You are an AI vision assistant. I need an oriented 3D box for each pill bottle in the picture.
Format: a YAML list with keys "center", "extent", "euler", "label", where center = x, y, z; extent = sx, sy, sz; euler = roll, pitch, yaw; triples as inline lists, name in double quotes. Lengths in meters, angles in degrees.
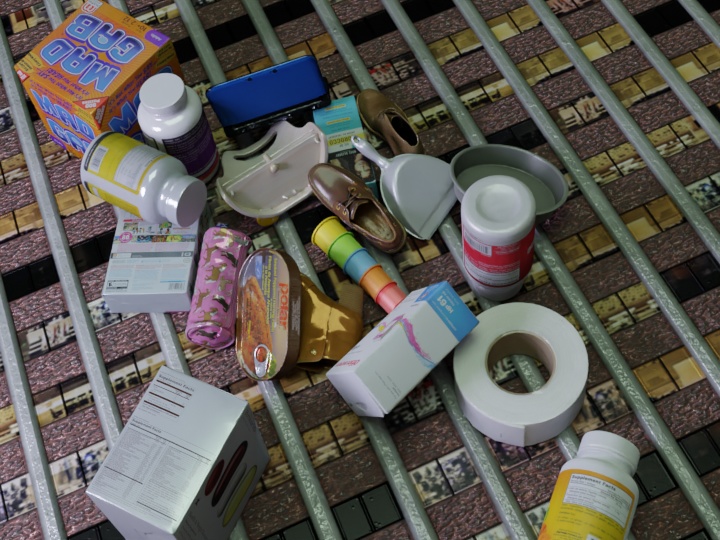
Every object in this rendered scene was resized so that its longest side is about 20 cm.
- center: [-0.352, -0.145, 1.733]
  extent: [0.198, 0.113, 0.113]
  euler: [25, 63, 22]
  label: "pill bottle"
- center: [0.210, -0.042, 1.613]
  extent: [0.110, 0.201, 0.114]
  euler: [-3, 57, 5]
  label: "pill bottle"
- center: [-0.313, -0.238, 1.809]
  extent: [0.110, 0.201, 0.114]
  euler: [-3, 56, 5]
  label: "pill bottle"
- center: [0.308, 0.323, 1.417]
  extent: [0.109, 0.112, 0.202]
  euler: [16, 60, 17]
  label: "pill bottle"

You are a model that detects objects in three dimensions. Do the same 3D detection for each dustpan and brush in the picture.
- center: [0.066, -0.161, 1.767]
  extent: [0.199, 0.057, 0.140]
  euler: [41, 73, -13]
  label: "dustpan and brush"

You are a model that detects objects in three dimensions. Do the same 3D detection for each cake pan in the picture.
- center: [0.240, -0.137, 1.730]
  extent: [0.196, 0.037, 0.202]
  euler: [6, 39, -5]
  label: "cake pan"

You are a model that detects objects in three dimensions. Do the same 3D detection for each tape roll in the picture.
- center: [0.235, 0.152, 1.562]
  extent: [0.198, 0.071, 0.206]
  euler: [-3, 57, 5]
  label: "tape roll"

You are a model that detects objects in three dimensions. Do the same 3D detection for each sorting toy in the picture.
- center: [-0.159, -0.187, 1.824]
  extent: [0.198, 0.108, 0.181]
  euler: [-32, 43, -4]
  label: "sorting toy"

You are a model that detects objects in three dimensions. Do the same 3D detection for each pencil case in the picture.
- center: [-0.226, 0.027, 1.698]
  extent: [0.081, 0.087, 0.203]
  euler: [13, 58, -10]
  label: "pencil case"

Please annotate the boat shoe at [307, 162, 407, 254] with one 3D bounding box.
- center: [-0.006, -0.108, 1.726]
  extent: [0.199, 0.068, 0.072]
  euler: [41, 92, 8]
  label: "boat shoe"

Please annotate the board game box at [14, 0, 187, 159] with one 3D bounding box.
- center: [-0.445, -0.316, 1.878]
  extent: [0.198, 0.201, 0.201]
  euler: [30, 65, 24]
  label: "board game box"

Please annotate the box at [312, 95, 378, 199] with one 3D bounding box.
- center: [-0.028, -0.207, 1.842]
  extent: [0.081, 0.049, 0.203]
  euler: [-13, 56, -1]
  label: "box"

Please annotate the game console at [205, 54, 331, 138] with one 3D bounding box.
- center: [-0.160, -0.322, 1.849]
  extent: [0.196, 0.120, 0.172]
  euler: [-16, 30, 4]
  label: "game console"

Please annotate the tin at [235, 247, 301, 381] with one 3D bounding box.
- center: [-0.140, 0.068, 1.627]
  extent: [0.111, 0.041, 0.204]
  euler: [-2, 84, 43]
  label: "tin"

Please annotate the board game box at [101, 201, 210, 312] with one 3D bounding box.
- center: [-0.336, -0.031, 1.761]
  extent: [0.144, 0.065, 0.203]
  euler: [0, 58, 8]
  label: "board game box"

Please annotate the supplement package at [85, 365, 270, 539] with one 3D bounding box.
- center: [-0.244, 0.282, 1.469]
  extent: [0.145, 0.192, 0.202]
  euler: [19, 62, 18]
  label: "supplement package"

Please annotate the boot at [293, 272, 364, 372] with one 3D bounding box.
- center: [-0.094, 0.081, 1.652]
  extent: [0.197, 0.071, 0.146]
  euler: [7, 59, 9]
  label: "boot"

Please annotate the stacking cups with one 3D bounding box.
- center: [0.000, 0.000, 1.702]
  extent: [0.060, 0.061, 0.200]
  euler: [-34, 62, -14]
  label: "stacking cups"

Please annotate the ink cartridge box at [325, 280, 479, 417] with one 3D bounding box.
- center: [0.059, 0.117, 1.555]
  extent: [0.200, 0.144, 0.085]
  euler: [-43, 96, -19]
  label: "ink cartridge box"

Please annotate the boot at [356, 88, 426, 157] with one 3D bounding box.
- center: [0.054, -0.265, 1.854]
  extent: [0.073, 0.076, 0.201]
  euler: [-29, 57, -10]
  label: "boot"
